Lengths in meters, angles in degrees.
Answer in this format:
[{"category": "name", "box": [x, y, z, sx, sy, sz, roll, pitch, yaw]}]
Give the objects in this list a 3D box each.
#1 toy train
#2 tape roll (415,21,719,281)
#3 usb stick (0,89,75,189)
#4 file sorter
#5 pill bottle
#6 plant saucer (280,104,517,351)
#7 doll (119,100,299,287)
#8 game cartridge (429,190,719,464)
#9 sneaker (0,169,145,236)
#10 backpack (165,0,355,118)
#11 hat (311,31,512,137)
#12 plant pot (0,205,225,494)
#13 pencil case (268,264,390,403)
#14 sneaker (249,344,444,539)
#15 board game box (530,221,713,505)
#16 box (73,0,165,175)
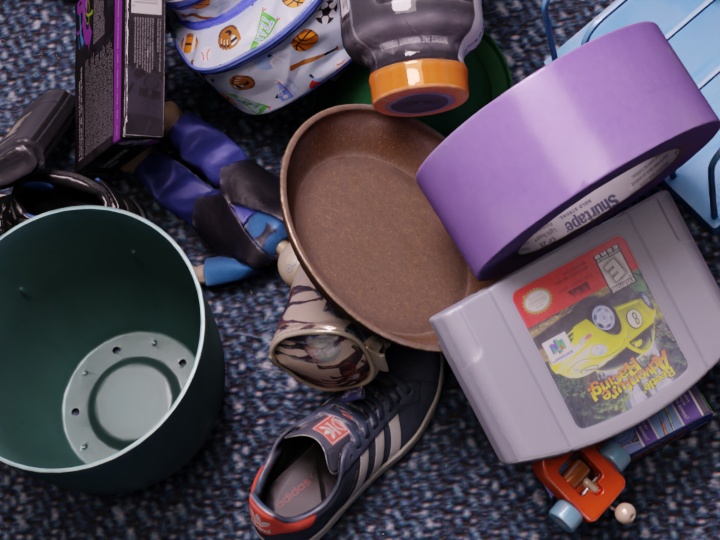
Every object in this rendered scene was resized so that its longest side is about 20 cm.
[{"category": "toy train", "box": [0.168, 0.080, 1.393, 0.150, 0.056, 0.200, 40, 75, -6]}, {"category": "tape roll", "box": [0.143, -0.081, 1.350, 0.199, 0.200, 0.085, -32, 80, -2]}, {"category": "usb stick", "box": [-0.259, -0.105, 1.540, 0.055, 0.200, 0.033, -26, 105, 8]}, {"category": "file sorter", "box": [0.249, -0.161, 1.476, 0.139, 0.123, 0.200, -40, 65, -6]}, {"category": "pill bottle", "box": [0.034, -0.216, 1.417, 0.106, 0.106, 0.201, -8, 78, 9]}, {"category": "plant saucer", "box": [0.022, -0.025, 1.396, 0.200, 0.037, 0.201, 19, 52, -26]}, {"category": "doll", "box": [-0.102, -0.047, 1.545, 0.200, 0.048, 0.137, 37, 89, 25]}, {"category": "game cartridge", "box": [0.162, 0.046, 1.350, 0.199, 0.041, 0.134, -28, 94, -16]}, {"category": "sneaker", "box": [-0.278, -0.042, 1.543, 0.199, 0.112, 0.073, -9, 74, 8]}, {"category": "backpack", "box": [-0.074, -0.225, 1.515, 0.200, 0.154, 0.191, -39, 53, 19]}, {"category": "hat", "box": [0.031, -0.175, 1.497, 0.165, 0.176, 0.201, 7, 69, 12]}, {"category": "plant pot", "box": [-0.190, 0.075, 1.453, 0.199, 0.161, 0.202, -4, 68, 11]}, {"category": "pencil case", "box": [0.000, 0.000, 1.455, 0.089, 0.078, 0.201, 10, 49, 10]}, {"category": "sneaker", "box": [-0.010, 0.118, 1.439, 0.075, 0.085, 0.200, 32, 78, 22]}, {"category": "board game box", "box": [0.153, 0.053, 1.445, 0.135, 0.034, 0.201, -27, 73, 0]}, {"category": "box", "box": [-0.188, -0.157, 1.504, 0.036, 0.200, 0.144, 2, 84, -20]}]
